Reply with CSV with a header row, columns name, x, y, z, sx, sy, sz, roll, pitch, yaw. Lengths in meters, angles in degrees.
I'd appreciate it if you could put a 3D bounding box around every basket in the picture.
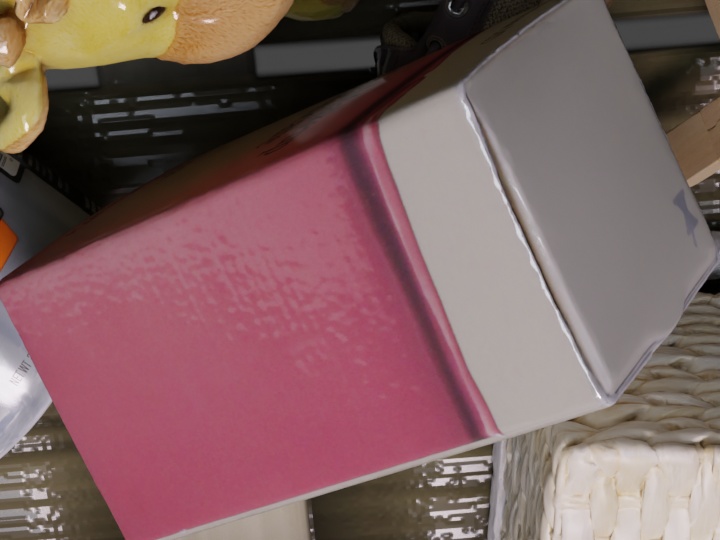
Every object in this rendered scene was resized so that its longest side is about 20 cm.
name,x,y,z,sx,sy,sz,roll,pitch,yaw
basket,0.155,0.104,0.762,0.196,0.161,0.202,1,117,-1

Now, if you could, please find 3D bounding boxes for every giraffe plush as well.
name,x,y,z,sx,sy,sz,roll,pitch,yaw
giraffe plush,-0.073,-0.127,0.628,0.198,0.163,0.174,-13,119,5

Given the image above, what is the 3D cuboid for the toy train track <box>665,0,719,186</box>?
name,x,y,z,sx,sy,sz,roll,pitch,yaw
toy train track,0.169,-0.024,0.690,0.114,0.202,0.032,-33,147,33

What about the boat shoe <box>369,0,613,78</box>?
name,x,y,z,sx,sy,sz,roll,pitch,yaw
boat shoe,0.036,-0.074,0.718,0.065,0.072,0.201,39,126,6

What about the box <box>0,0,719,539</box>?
name,x,y,z,sx,sy,sz,roll,pitch,yaw
box,0.000,0.000,0.650,0.199,0.128,0.110,-21,101,32

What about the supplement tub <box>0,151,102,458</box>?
name,x,y,z,sx,sy,sz,roll,pitch,yaw
supplement tub,-0.196,-0.022,0.707,0.199,0.123,0.123,37,112,-19
